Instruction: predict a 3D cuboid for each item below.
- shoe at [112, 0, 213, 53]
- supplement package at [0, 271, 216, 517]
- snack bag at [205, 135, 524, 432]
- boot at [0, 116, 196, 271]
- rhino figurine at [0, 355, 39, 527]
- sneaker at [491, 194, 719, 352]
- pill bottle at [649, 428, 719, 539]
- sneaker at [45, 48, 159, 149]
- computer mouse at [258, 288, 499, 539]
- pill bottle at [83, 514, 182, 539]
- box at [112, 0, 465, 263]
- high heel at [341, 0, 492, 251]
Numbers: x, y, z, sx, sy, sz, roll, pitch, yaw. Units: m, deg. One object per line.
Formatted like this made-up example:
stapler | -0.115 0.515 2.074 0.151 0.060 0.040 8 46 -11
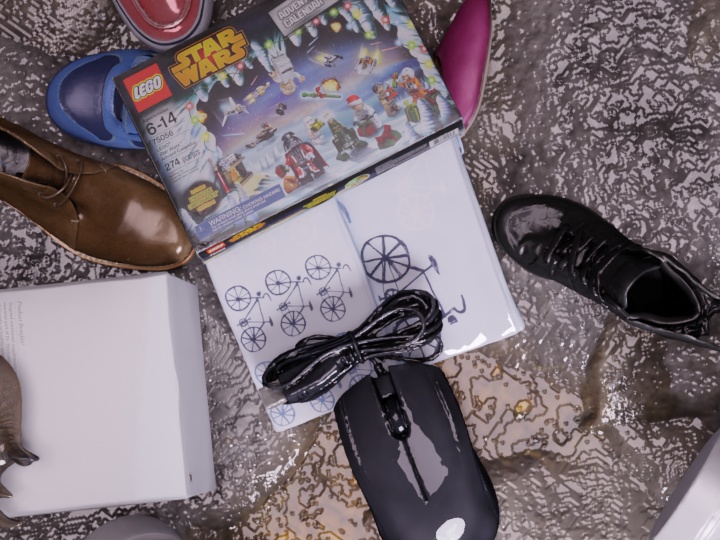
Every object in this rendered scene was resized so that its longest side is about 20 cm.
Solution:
shoe | -0.156 -0.252 1.593 0.071 0.091 0.201 -16 72 3
supplement package | -0.211 0.089 1.573 0.199 0.151 0.152 -6 86 3
snack bag | 0.000 0.000 1.594 0.199 0.021 0.189 -19 110 4
boot | -0.207 -0.055 1.618 0.199 0.075 0.074 24 87 3
rhino figurine | -0.265 0.075 1.471 0.087 0.060 0.200 -28 87 -9
sneaker | 0.181 0.002 1.579 0.199 0.104 0.060 29 90 4
pill bottle | 0.304 0.199 1.558 0.200 0.116 0.116 32 89 5
sneaker | -0.125 -0.117 1.613 0.199 0.082 0.074 6 89 5
computer mouse | 0.028 0.127 1.587 0.138 0.053 0.200 -26 100 4
pill bottle | -0.120 0.250 1.533 0.109 0.200 0.110 -13 119 -25
box | -0.048 -0.111 1.544 0.200 0.040 0.137 -27 77 -1
high heel | 0.028 -0.106 1.608 0.096 0.067 0.201 16 92 -7
